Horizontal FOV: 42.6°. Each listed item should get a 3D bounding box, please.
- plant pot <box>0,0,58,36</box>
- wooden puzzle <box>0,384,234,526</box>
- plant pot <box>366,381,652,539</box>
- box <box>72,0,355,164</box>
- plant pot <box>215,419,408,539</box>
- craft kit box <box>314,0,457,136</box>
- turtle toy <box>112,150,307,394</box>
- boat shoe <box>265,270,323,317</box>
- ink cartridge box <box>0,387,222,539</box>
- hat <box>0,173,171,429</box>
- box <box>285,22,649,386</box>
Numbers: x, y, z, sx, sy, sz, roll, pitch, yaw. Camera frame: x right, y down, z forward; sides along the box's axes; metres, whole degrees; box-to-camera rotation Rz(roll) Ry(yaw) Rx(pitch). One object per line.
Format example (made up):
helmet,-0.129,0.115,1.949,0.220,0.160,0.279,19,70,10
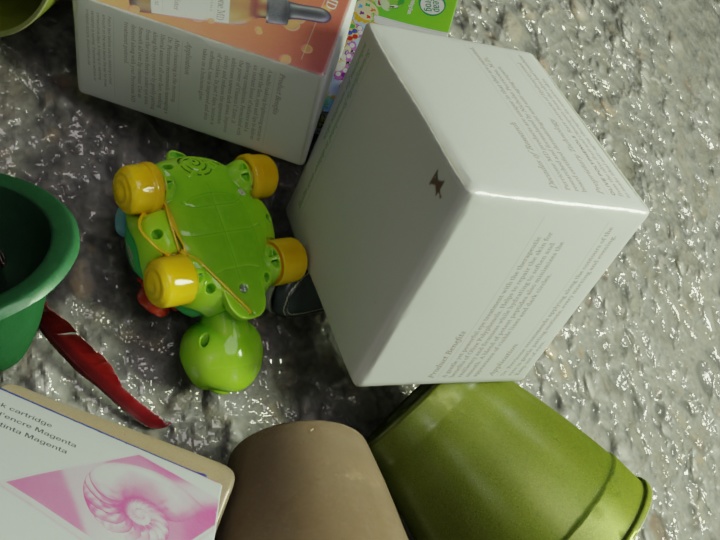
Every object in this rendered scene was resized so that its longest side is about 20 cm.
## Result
plant pot,-0.260,-0.312,0.734,0.187,0.187,0.200,47,39,-11
wooden puzzle,-0.203,0.196,0.627,0.183,0.046,0.202,21,56,-3
plant pot,0.110,0.179,0.799,0.193,0.201,0.200,48,52,5
box,-0.113,-0.204,0.764,0.198,0.107,0.154,17,54,-3
plant pot,-0.039,0.216,0.690,0.198,0.200,0.176,14,46,-30
craft kit box,-0.018,-0.216,0.883,0.195,0.049,0.202,18,61,-2
turtle toy,-0.125,-0.002,0.740,0.145,0.101,0.202,-10,76,-42
boat shoe,0.000,0.000,0.838,0.062,0.073,0.199,37,40,29
ink cartridge box,-0.178,0.125,0.539,0.195,0.044,0.200,27,18,-14
hat,-0.272,0.051,0.675,0.199,0.178,0.165,31,48,27
box,0.069,-0.046,0.728,0.169,0.200,0.201,2,45,-31
